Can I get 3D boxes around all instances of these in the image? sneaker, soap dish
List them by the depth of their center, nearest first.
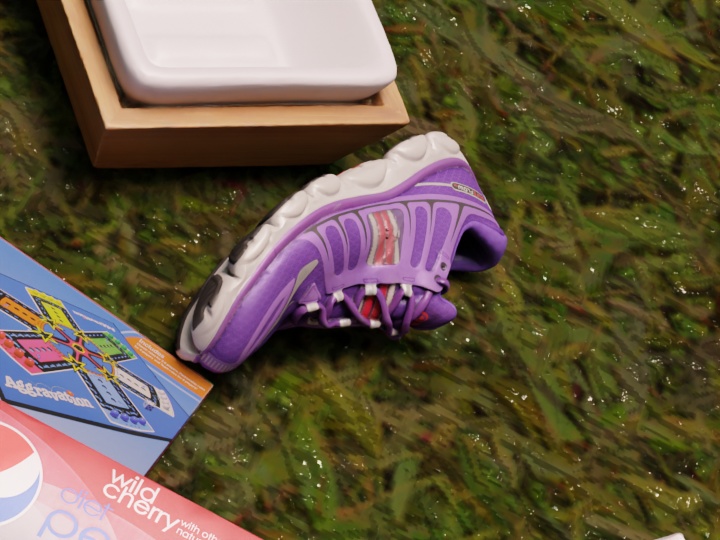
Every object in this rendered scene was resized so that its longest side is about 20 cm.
[{"bbox_3d":[0.000,0.000,1.117,0.200,0.081,0.083,-29,77,-42],"label":"sneaker"},{"bbox_3d":[-0.082,-0.136,1.181,0.157,0.081,0.200,-3,56,-29],"label":"soap dish"}]

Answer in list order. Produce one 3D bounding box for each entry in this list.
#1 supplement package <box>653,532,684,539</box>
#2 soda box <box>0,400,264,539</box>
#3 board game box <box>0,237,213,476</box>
[{"bbox_3d":[0.040,0.194,0.896,0.200,0.117,0.117,-15,57,-2],"label":"supplement package"},{"bbox_3d":[-0.125,0.105,0.956,0.200,0.070,0.063,29,59,-1],"label":"soda box"},{"bbox_3d":[-0.170,0.028,1.044,0.200,0.019,0.103,35,47,2],"label":"board game box"}]
